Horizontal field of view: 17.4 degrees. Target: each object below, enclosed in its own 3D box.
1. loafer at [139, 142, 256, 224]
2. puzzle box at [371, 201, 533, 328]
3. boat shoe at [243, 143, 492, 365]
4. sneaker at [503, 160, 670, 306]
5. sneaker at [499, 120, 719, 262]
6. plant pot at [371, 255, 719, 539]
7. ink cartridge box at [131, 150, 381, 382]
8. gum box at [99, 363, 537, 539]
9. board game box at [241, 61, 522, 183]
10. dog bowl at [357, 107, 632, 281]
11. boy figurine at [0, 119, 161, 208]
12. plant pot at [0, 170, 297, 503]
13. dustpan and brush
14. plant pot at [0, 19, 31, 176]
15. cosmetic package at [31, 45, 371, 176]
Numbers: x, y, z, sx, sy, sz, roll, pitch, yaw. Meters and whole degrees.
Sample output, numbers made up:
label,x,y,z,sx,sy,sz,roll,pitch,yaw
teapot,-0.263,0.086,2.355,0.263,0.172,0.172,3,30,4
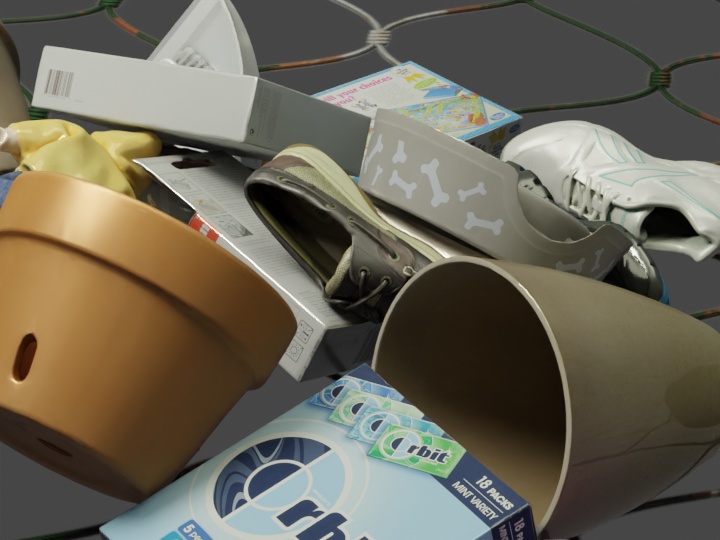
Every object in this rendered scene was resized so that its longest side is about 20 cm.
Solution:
label,x,y,z,sx,sy,sz,roll,pitch,yaw
loafer,-0.130,-0.066,1.780,0.199,0.070,0.070,12,37,12
puzzle box,0.062,0.008,1.635,0.199,0.133,0.025,27,78,34
boat shoe,0.000,0.000,1.564,0.200,0.073,0.065,41,41,17
sneaker,0.144,-0.004,1.731,0.082,0.073,0.200,-38,45,-20
sneaker,0.198,-0.061,1.816,0.199,0.071,0.080,15,34,16
plant pot,0.140,0.080,1.484,0.199,0.188,0.187,-4,29,-38
ink cartridge box,-0.069,-0.007,1.637,0.200,0.051,0.109,40,26,25
gum box,-0.025,0.158,1.384,0.199,0.045,0.170,-32,43,-20
board game box,0.015,-0.107,1.905,0.199,0.034,0.134,-23,40,-38
dog bowl,0.086,-0.040,1.619,0.199,0.059,0.200,28,-2,1
boy figurine,-0.205,-0.054,1.613,0.124,0.064,0.200,47,34,-1
plant pot,-0.156,0.051,1.445,0.199,0.200,0.141,19,73,24
dustpan and brush,-0.113,-0.112,1.844,0.200,0.140,0.057,52,29,18
plant pot,-0.313,-0.085,1.696,0.199,0.201,0.174,-15,51,-30
cosmetic package,-0.115,-0.116,1.719,0.199,0.052,0.151,11,-3,33
